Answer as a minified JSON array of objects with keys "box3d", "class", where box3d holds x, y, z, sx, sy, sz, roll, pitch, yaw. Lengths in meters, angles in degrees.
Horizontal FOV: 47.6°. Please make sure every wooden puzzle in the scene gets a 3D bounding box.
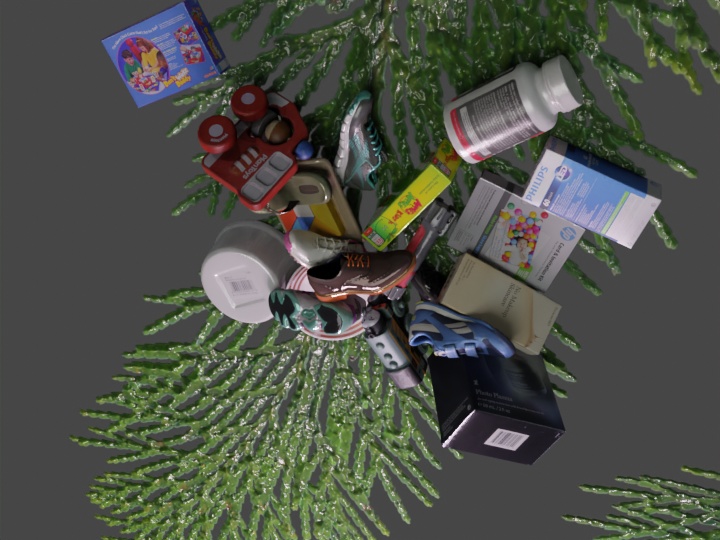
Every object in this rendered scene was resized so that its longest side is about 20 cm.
[{"box3d":[-0.100,-0.121,1.500,0.183,0.037,0.201,3,136,37],"class":"wooden puzzle"}]

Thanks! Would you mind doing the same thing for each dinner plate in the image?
[{"box3d":[-0.051,0.050,1.621,0.197,0.024,0.202,-2,121,-3],"class":"dinner plate"}]

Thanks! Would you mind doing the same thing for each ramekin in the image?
[{"box3d":[-0.223,0.009,1.645,0.198,0.098,0.202,11,126,15],"class":"ramekin"}]

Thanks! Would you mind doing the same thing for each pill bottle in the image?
[{"box3d":[0.238,-0.254,1.274,0.199,0.111,0.111,-22,113,32],"class":"pill bottle"}]

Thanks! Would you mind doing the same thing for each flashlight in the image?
[{"box3d":[0.093,-0.043,1.479,0.067,0.068,0.201,19,113,-28],"class":"flashlight"}]

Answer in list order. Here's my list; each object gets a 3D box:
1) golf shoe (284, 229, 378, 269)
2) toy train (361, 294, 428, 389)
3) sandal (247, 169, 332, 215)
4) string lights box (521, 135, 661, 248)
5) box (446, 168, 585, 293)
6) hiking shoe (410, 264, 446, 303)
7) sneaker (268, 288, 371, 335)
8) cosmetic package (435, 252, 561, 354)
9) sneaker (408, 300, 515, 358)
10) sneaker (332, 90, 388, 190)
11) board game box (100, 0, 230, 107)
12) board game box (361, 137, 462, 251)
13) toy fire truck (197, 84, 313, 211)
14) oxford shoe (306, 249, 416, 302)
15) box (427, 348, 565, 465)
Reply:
[{"box3d":[-0.048,-0.036,1.496,0.199,0.076,0.091,25,135,-36],"class":"golf shoe"},{"box3d":[0.068,0.136,1.596,0.084,0.115,0.201,-17,123,28],"class":"toy train"},{"box3d":[-0.138,-0.135,1.444,0.199,0.057,0.080,-5,126,41],"class":"sandal"},{"box3d":[0.377,-0.128,1.337,0.198,0.059,0.103,25,128,4],"class":"string lights box"},{"box3d":[0.271,-0.067,1.433,0.198,0.041,0.157,26,129,2],"class":"box"},{"box3d":[0.138,0.080,1.562,0.100,0.076,0.201,-28,110,30],"class":"hiking shoe"},{"box3d":[-0.069,0.067,1.562,0.198,0.139,0.079,15,112,34],"class":"sneaker"},{"box3d":[0.247,0.061,1.472,0.198,0.073,0.104,27,84,-2],"class":"cosmetic package"},{"box3d":[0.174,0.123,1.432,0.198,0.083,0.074,18,158,27],"class":"sneaker"},{"box3d":[0.009,-0.220,1.418,0.090,0.078,0.201,18,137,4],"class":"sneaker"},{"box3d":[-0.348,-0.387,1.458,0.198,0.045,0.135,-12,117,28],"class":"board game box"},{"box3d":[0.090,-0.130,1.423,0.048,0.102,0.200,40,128,-8],"class":"board game box"},{"box3d":[-0.172,-0.212,1.409,0.167,0.200,0.112,35,159,17],"class":"toy fire truck"},{"box3d":[0.000,0.000,1.436,0.198,0.072,0.073,-18,139,14],"class":"oxford shoe"},{"box3d":[0.244,0.226,1.504,0.198,0.200,0.124,16,130,-22],"class":"box"}]
